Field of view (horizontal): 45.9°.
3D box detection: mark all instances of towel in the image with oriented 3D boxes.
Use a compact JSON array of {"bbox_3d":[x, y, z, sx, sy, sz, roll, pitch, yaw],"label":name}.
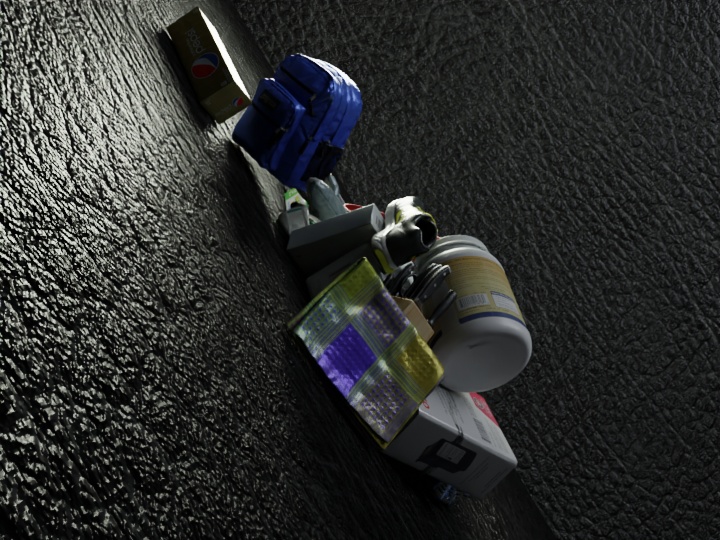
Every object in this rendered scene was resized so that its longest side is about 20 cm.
[{"bbox_3d":[0.014,0.101,1.034,0.200,0.144,0.023,56,-26,-17],"label":"towel"}]

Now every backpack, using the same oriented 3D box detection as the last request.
[{"bbox_3d":[-0.100,-0.254,1.420,0.162,0.200,0.168,42,16,25],"label":"backpack"}]

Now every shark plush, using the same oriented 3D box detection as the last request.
[{"bbox_3d":[-0.040,-0.067,1.413,0.083,0.091,0.200,20,-43,64],"label":"shark plush"}]

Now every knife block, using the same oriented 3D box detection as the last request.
[{"bbox_3d":[0.051,0.078,1.102,0.064,0.175,0.200,54,19,-28],"label":"knife block"}]

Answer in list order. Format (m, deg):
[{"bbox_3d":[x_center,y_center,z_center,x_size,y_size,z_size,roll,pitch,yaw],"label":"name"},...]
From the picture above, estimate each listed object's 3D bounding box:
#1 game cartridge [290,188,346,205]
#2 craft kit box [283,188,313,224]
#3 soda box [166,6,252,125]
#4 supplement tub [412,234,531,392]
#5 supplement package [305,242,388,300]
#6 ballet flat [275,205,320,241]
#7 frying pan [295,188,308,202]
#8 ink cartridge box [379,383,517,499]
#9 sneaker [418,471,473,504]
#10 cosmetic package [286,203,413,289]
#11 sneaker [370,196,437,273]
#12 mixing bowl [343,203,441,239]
[{"bbox_3d":[-0.073,-0.124,1.699,0.200,0.041,0.133,58,-19,-21],"label":"game cartridge"},{"bbox_3d":[-0.067,-0.042,1.562,0.200,0.048,0.198,56,3,-23],"label":"craft kit box"},{"bbox_3d":[-0.249,-0.337,1.391,0.200,0.068,0.064,62,7,33],"label":"soda box"},{"bbox_3d":[0.153,0.059,1.226,0.144,0.144,0.200,54,17,-42],"label":"supplement tub"},{"bbox_3d":[0.022,0.082,1.276,0.200,0.117,0.117,54,8,-33],"label":"supplement package"},{"bbox_3d":[-0.064,-0.031,1.402,0.200,0.069,0.069,55,7,-39],"label":"ballet flat"},{"bbox_3d":[-0.083,-0.129,1.561,0.190,0.031,0.115,57,3,-46],"label":"frying pan"},{"bbox_3d":[0.104,0.211,1.187,0.200,0.084,0.145,32,19,-30],"label":"ink cartridge box"},{"bbox_3d":[0.128,0.313,1.312,0.077,0.076,0.200,18,-8,31],"label":"sneaker"},{"bbox_3d":[0.000,0.000,1.339,0.200,0.150,0.052,55,29,-35],"label":"cosmetic package"},{"bbox_3d":[0.080,-0.057,1.260,0.075,0.084,0.200,64,24,-21],"label":"sneaker"},{"bbox_3d":[0.046,-0.035,1.538,0.200,0.109,0.200,19,11,-4],"label":"mixing bowl"}]
